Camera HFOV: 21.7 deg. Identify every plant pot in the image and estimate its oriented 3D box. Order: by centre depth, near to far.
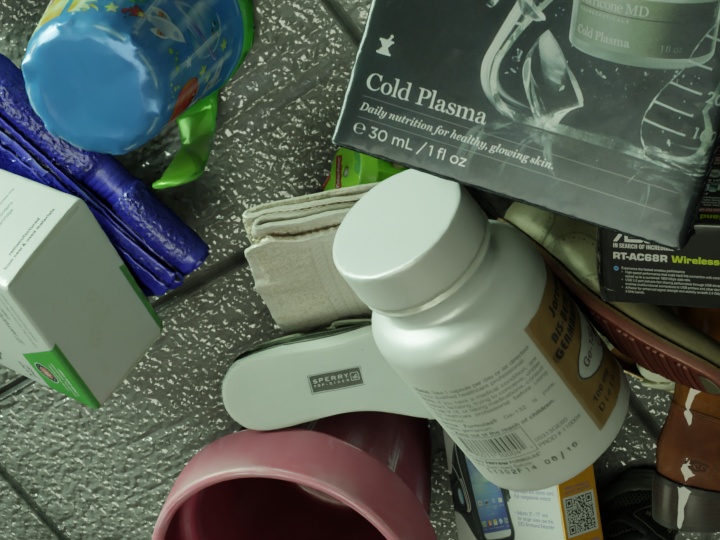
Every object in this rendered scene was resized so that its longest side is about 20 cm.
[{"bbox_3d":[-0.029,0.170,1.353,0.200,0.179,0.200,8,123,13],"label":"plant pot"}]

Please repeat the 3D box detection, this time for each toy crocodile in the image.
[{"bbox_3d":[-0.004,-0.046,1.282,0.067,0.062,0.200,7,139,-31],"label":"toy crocodile"}]

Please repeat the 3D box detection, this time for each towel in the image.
[{"bbox_3d":[0.000,0.000,1.251,0.132,0.035,0.200,-10,155,6],"label":"towel"},{"bbox_3d":[-0.204,-0.057,1.300,0.200,0.050,0.148,44,160,-12],"label":"towel"}]

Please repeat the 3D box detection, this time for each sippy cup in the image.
[{"bbox_3d":[-0.152,-0.145,1.218,0.178,0.130,0.140,37,124,-7],"label":"sippy cup"}]

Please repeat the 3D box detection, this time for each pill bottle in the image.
[{"bbox_3d":[0.073,0.035,1.152,0.114,0.114,0.200,-19,129,27],"label":"pill bottle"}]

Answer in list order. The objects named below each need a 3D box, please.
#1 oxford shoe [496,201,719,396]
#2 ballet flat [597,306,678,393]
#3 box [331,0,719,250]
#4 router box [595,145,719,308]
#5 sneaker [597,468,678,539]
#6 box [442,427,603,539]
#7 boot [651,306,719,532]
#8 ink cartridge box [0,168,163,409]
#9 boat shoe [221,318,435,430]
[{"bbox_3d":[0.169,0.005,1.206,0.200,0.075,0.070,38,172,28],"label":"oxford shoe"},{"bbox_3d":[0.181,0.050,1.283,0.200,0.063,0.069,19,123,4],"label":"ballet flat"},{"bbox_3d":[0.113,-0.135,1.029,0.200,0.124,0.197,17,98,10],"label":"box"},{"bbox_3d":[0.253,-0.040,1.150,0.200,0.150,0.062,3,123,15],"label":"router box"},{"bbox_3d":[0.156,0.238,1.383,0.076,0.114,0.199,40,126,-8],"label":"sneaker"},{"bbox_3d":[0.111,0.140,1.310,0.119,0.041,0.200,-2,95,54],"label":"box"},{"bbox_3d":[0.287,0.071,1.265,0.188,0.068,0.200,2,104,-13],"label":"boot"},{"bbox_3d":[-0.255,-0.003,1.303,0.200,0.083,0.147,20,153,35],"label":"ink cartridge box"},{"bbox_3d":[0.006,0.062,1.279,0.200,0.064,0.071,-5,106,4],"label":"boat shoe"}]
